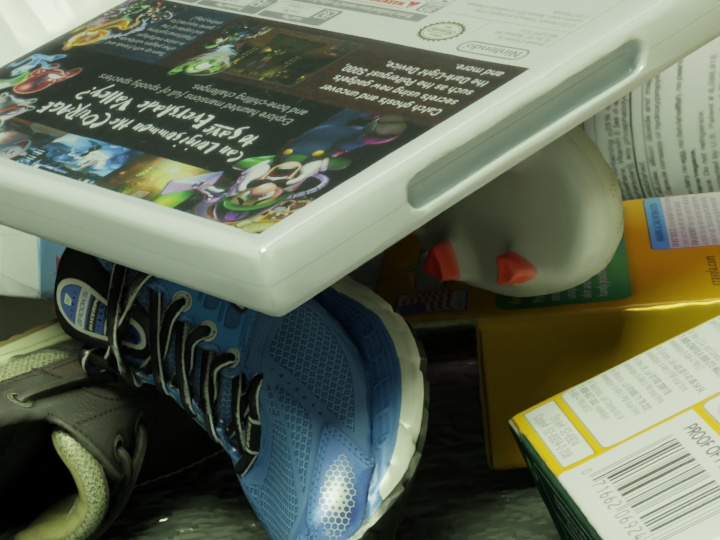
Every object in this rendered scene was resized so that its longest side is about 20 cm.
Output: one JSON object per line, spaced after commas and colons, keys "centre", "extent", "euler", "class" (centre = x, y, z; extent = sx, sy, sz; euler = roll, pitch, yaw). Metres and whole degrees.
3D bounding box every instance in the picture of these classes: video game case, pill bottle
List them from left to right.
{"centre": [-0.018, -0.056, 0.705], "extent": [0.181, 0.023, 0.200], "euler": [-32, 30, -29], "class": "video game case"}
{"centre": [0.120, -0.072, 0.997], "extent": [0.199, 0.114, 0.113], "euler": [3, 19, 28], "class": "pill bottle"}

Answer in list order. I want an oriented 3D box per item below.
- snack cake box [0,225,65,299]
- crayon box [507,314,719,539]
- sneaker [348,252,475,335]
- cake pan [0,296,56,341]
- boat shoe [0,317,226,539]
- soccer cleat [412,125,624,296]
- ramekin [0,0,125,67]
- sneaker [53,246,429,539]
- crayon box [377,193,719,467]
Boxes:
{"centre": [-0.102, -0.032, 0.947], "extent": [0.115, 0.068, 0.200], "euler": [2, 6, 33], "class": "snack cake box"}
{"centre": [0.150, 0.034, 0.634], "extent": [0.199, 0.052, 0.126], "euler": [-27, 18, -2], "class": "crayon box"}
{"centre": [0.000, 0.000, 0.901], "extent": [0.199, 0.076, 0.089], "euler": [-3, -26, -31], "class": "sneaker"}
{"centre": [-0.187, 0.050, 0.840], "extent": [0.199, 0.037, 0.200], "euler": [-6, 16, 2], "class": "cake pan"}
{"centre": [-0.100, 0.058, 0.736], "extent": [0.200, 0.072, 0.066], "euler": [-5, 37, -45], "class": "boat shoe"}
{"centre": [0.029, -0.039, 0.766], "extent": [0.077, 0.070, 0.200], "euler": [-13, 16, -28], "class": "soccer cleat"}
{"centre": [-0.135, -0.101, 1.080], "extent": [0.200, 0.098, 0.201], "euler": [-32, -17, -11], "class": "ramekin"}
{"centre": [-0.043, 0.023, 0.710], "extent": [0.089, 0.079, 0.200], "euler": [1, 35, -25], "class": "sneaker"}
{"centre": [0.107, 0.014, 0.790], "extent": [0.199, 0.052, 0.126], "euler": [-5, 16, 5], "class": "crayon box"}
